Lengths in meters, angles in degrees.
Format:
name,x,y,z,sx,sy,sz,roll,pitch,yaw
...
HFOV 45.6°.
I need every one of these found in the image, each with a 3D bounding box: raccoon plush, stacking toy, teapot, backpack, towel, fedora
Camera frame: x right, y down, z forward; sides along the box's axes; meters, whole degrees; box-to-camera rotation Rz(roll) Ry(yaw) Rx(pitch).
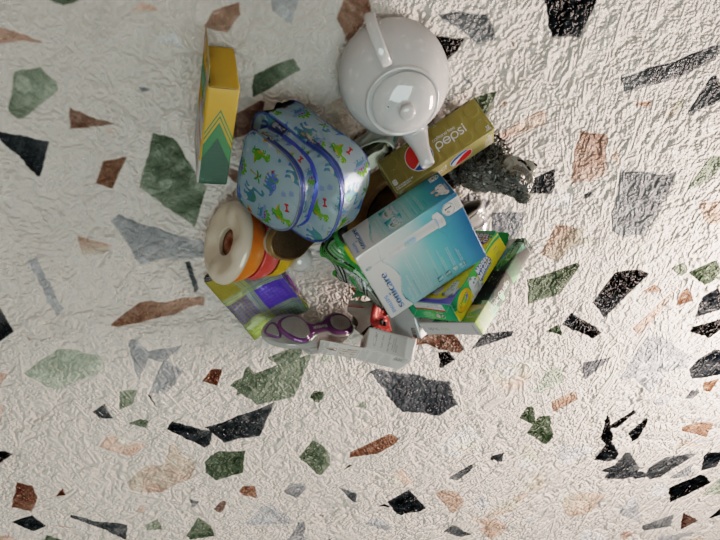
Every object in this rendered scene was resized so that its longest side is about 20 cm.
name,x,y,z,sx,sy,sz,roll,pitch,yaw
raccoon plush,0.220,-0.145,1.518,0.199,0.135,0.096,-38,130,20
stacking toy,-0.171,-0.034,1.541,0.197,0.148,0.147,14,128,-41
teapot,0.057,-0.290,1.346,0.196,0.148,0.199,13,127,-22
backpack,-0.097,-0.146,1.374,0.198,0.147,0.186,33,130,18
towel,-0.199,0.046,1.662,0.141,0.023,0.201,-26,131,8
fedora,0.070,-0.095,1.542,0.195,0.082,0.206,0,97,-1

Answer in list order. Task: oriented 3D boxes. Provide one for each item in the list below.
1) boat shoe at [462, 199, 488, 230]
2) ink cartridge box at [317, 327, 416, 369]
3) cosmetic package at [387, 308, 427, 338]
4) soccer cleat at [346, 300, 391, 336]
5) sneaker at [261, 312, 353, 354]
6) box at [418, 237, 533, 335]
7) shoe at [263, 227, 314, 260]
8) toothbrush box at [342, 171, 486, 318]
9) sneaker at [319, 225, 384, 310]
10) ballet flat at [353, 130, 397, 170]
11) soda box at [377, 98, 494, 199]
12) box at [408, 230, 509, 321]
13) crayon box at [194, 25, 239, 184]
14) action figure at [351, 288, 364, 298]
name,x,y,z,sx,sy,sz,roll,pitch,yaw
boat shoe,0.143,-0.081,1.609,0.196,0.074,0.066,-23,128,-6
ink cartridge box,0.008,0.143,1.632,0.172,0.046,0.200,13,168,-2
cosmetic package,0.136,0.033,1.603,0.198,0.080,0.115,-27,110,-37
soccer cleat,0.026,0.113,1.743,0.083,0.070,0.201,11,157,18
sneaker,-0.110,0.139,1.715,0.196,0.076,0.100,1,141,-30
box,0.203,0.028,1.513,0.036,0.202,0.143,47,150,-25
shoe,-0.121,-0.060,1.495,0.052,0.199,0.072,-4,101,25
toothbrush box,0.091,-0.041,1.442,0.198,0.086,0.147,-34,125,1
sneaker,0.000,0.000,1.600,0.084,0.079,0.201,-21,122,31
ballet flat,-0.019,-0.179,1.478,0.198,0.070,0.069,-33,130,16
soda box,0.129,-0.202,1.454,0.198,0.068,0.064,-33,165,0
box,0.173,-0.004,1.504,0.116,0.201,0.049,2,137,47
crayon box,-0.222,-0.253,1.323,0.050,0.127,0.203,2,131,-15
action figure,0.087,0.013,1.681,0.195,0.055,0.120,9,127,-15
